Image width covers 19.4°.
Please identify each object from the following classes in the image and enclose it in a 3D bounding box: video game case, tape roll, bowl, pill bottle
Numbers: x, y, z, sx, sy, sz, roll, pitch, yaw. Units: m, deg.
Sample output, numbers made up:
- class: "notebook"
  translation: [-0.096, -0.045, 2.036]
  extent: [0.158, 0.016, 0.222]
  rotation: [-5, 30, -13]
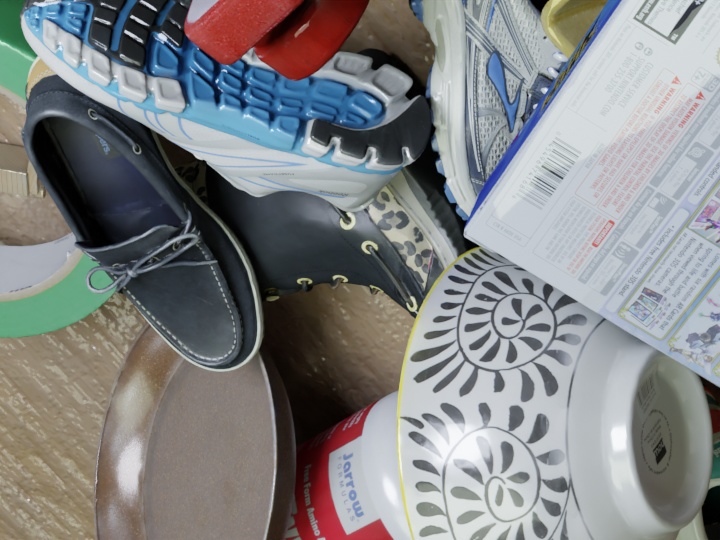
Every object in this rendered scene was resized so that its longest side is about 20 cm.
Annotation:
- class: "video game case"
  translation: [0.174, -0.051, 0.948]
  extent: [0.181, 0.046, 0.200]
  rotation: [31, 122, -4]
- class: "tape roll"
  translation: [-0.207, -0.057, 1.127]
  extent: [0.199, 0.048, 0.201]
  rotation: [7, 127, 9]
- class: "bowl"
  translation: [0.111, 0.083, 1.024]
  extent: [0.094, 0.201, 0.202]
  rotation: [-6, 123, 35]
- class: "pill bottle"
  translation: [0.014, 0.135, 1.179]
  extent: [0.200, 0.112, 0.112]
  rotation: [-32, 109, 35]

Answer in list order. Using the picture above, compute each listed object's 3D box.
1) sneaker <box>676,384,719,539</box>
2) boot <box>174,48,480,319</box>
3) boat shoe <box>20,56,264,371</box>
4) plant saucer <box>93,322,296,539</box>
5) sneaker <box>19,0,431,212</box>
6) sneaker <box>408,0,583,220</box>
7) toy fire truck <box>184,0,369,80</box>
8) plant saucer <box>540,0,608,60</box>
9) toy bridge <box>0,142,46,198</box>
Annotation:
- class: "sneaker"
  translation: [0.192, 0.161, 1.133]
  extent: [0.070, 0.093, 0.201]
  rotation: [-19, 121, -14]
- class: "boot"
  translation: [0.000, -0.001, 1.111]
  extent: [0.153, 0.074, 0.204]
  rotation: [-24, 104, 34]
- class: "boat shoe"
  translation: [-0.112, -0.021, 1.060]
  extent: [0.074, 0.062, 0.201]
  rotation: [-15, 122, 21]
- class: "plant saucer"
  translation: [-0.090, 0.116, 1.179]
  extent: [0.032, 0.201, 0.200]
  rotation: [10, 138, -33]
- class: "sneaker"
  translation: [-0.071, -0.076, 1.004]
  extent: [0.199, 0.075, 0.087]
  rotation: [23, 146, -4]
- class: "sneaker"
  translation: [0.075, -0.101, 1.014]
  extent: [0.085, 0.077, 0.201]
  rotation: [-4, 125, 14]
- class: "toy fire truck"
  translation: [-0.016, -0.189, 0.904]
  extent: [0.112, 0.201, 0.168]
  rotation: [33, 134, -20]
- class: "plant saucer"
  translation: [0.218, -0.114, 0.955]
  extent: [0.200, 0.049, 0.200]
  rotation: [44, 119, -13]
- class: "toy bridge"
  translation: [-0.176, -0.122, 1.118]
  extent: [0.067, 0.027, 0.201]
  rotation: [10, 127, 12]
